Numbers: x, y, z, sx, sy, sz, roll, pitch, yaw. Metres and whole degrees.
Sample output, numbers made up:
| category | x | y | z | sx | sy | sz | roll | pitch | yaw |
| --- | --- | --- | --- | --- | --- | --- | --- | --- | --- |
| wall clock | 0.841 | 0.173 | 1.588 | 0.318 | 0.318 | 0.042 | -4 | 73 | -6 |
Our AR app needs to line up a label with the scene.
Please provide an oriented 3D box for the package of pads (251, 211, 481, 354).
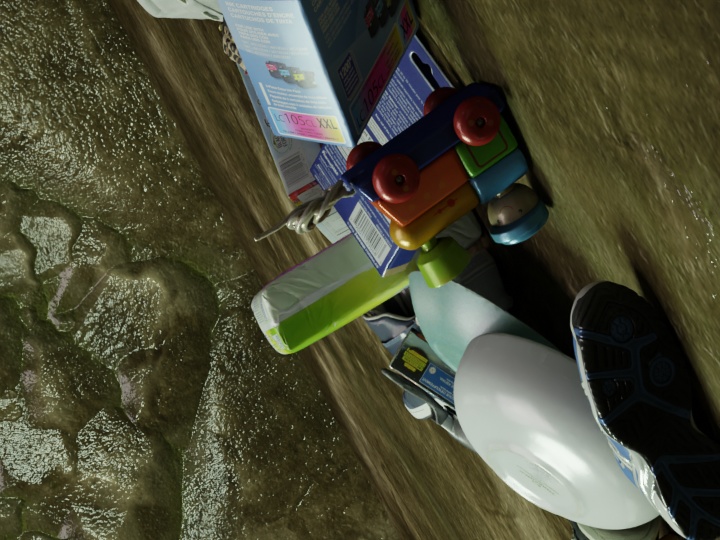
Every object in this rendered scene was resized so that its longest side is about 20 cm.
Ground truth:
| category | x | y | z | sx | sy | sz | roll | pitch | yaw |
| --- | --- | --- | --- | --- | --- | --- | --- | --- | --- |
| package of pads | 0.000 | 0.000 | 1.540 | 0.069 | 0.199 | 0.154 | 60 | 172 | 0 |

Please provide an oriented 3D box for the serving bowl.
| category | x | y | z | sx | sy | sz | roll | pitch | yaw |
| --- | --- | --- | --- | --- | --- | --- | --- | --- | --- |
| serving bowl | 0.148 | 0.137 | 1.335 | 0.199 | 0.066 | 0.201 | 31 | 158 | 14 |

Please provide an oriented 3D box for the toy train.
| category | x | y | z | sx | sy | sz | roll | pitch | yaw |
| --- | --- | --- | --- | --- | --- | --- | --- | --- | --- |
| toy train | 0.034 | -0.035 | 1.240 | 0.116 | 0.199 | 0.085 | 57 | 173 | -18 |

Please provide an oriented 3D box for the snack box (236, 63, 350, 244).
| category | x | y | z | sx | sy | sz | roll | pitch | yaw |
| --- | --- | --- | --- | --- | --- | --- | --- | --- | --- |
| snack box | -0.051 | -0.128 | 1.686 | 0.142 | 0.053 | 0.201 | 47 | -162 | -57 |

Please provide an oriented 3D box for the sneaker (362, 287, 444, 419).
| category | x | y | z | sx | sy | sz | roll | pitch | yaw |
| --- | --- | --- | --- | --- | --- | --- | --- | --- | --- |
| sneaker | 0.058 | 0.082 | 1.852 | 0.146 | 0.077 | 0.202 | 49 | 163 | -4 |

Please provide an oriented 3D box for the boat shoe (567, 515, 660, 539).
| category | x | y | z | sx | sy | sz | roll | pitch | yaw |
| --- | --- | --- | --- | --- | --- | --- | --- | --- | --- |
| boat shoe | 0.211 | 0.215 | 1.445 | 0.200 | 0.071 | 0.068 | -124 | 21 | -82 |

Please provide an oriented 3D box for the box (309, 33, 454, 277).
| category | x | y | z | sx | sy | sz | roll | pitch | yaw |
| --- | --- | --- | --- | --- | --- | --- | --- | --- | --- |
| box | 0.031 | -0.102 | 1.391 | 0.122 | 0.032 | 0.201 | 56 | 143 | 22 |

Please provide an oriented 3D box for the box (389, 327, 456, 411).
| category | x | y | z | sx | sy | sz | roll | pitch | yaw |
| --- | --- | --- | --- | --- | --- | --- | --- | --- | --- |
| box | 0.093 | 0.106 | 1.613 | 0.136 | 0.040 | 0.200 | 34 | -179 | 3 |

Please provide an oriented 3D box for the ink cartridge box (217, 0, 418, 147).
| category | x | y | z | sx | sy | sz | roll | pitch | yaw |
| --- | --- | --- | --- | --- | --- | --- | --- | --- | --- |
| ink cartridge box | -0.035 | -0.206 | 1.228 | 0.076 | 0.137 | 0.201 | 8 | 144 | 27 |

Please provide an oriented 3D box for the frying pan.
| category | x | y | z | sx | sy | sz | roll | pitch | yaw |
| --- | --- | --- | --- | --- | --- | --- | --- | --- | --- |
| frying pan | 0.103 | 0.150 | 1.614 | 0.115 | 0.031 | 0.189 | 31 | -178 | 41 |

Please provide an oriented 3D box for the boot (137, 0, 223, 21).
| category | x | y | z | sx | sy | sz | roll | pitch | yaw |
| --- | --- | --- | --- | --- | --- | --- | --- | --- | --- |
| boot | -0.139 | -0.263 | 1.604 | 0.200 | 0.095 | 0.074 | 18 | -114 | -65 |

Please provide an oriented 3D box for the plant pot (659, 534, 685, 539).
| category | x | y | z | sx | sy | sz | roll | pitch | yaw |
| --- | --- | --- | --- | --- | --- | --- | --- | --- | --- |
| plant pot | 0.232 | 0.349 | 1.423 | 0.201 | 0.182 | 0.200 | 57 | 171 | 14 |

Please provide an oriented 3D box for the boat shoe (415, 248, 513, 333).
| category | x | y | z | sx | sy | sz | roll | pitch | yaw |
| --- | --- | --- | --- | --- | --- | --- | --- | --- | --- |
| boat shoe | 0.102 | 0.040 | 1.567 | 0.069 | 0.072 | 0.200 | 57 | 162 | 12 |

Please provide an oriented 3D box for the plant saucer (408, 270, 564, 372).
| category | x | y | z | sx | sy | sz | roll | pitch | yaw |
| --- | --- | --- | --- | --- | --- | --- | --- | --- | --- |
| plant saucer | 0.112 | 0.075 | 1.435 | 0.200 | 0.039 | 0.201 | 34 | 170 | 7 |

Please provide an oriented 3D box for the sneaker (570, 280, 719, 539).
| category | x | y | z | sx | sy | sz | roll | pitch | yaw |
| --- | --- | --- | --- | --- | --- | --- | --- | --- | --- |
| sneaker | 0.187 | 0.095 | 1.185 | 0.201 | 0.075 | 0.077 | 64 | 166 | -20 |

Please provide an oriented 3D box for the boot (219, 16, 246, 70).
| category | x | y | z | sx | sy | sz | roll | pitch | yaw |
| --- | --- | --- | --- | --- | --- | --- | --- | --- | --- |
| boot | -0.097 | -0.269 | 1.474 | 0.200 | 0.072 | 0.152 | -125 | 28 | -44 |
